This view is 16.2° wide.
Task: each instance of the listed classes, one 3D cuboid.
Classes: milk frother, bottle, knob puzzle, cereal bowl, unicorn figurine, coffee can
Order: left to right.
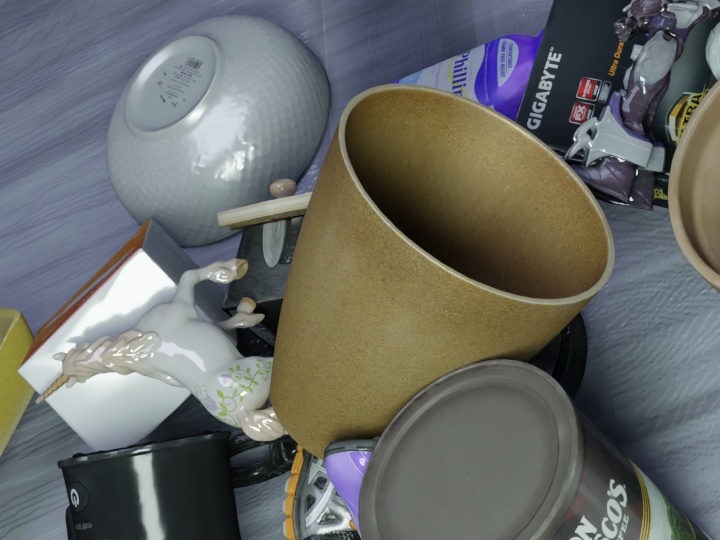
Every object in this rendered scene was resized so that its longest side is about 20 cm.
[{"bbox_3d":[-0.107,0.055,1.660,0.199,0.074,0.137,21,41,40],"label":"unicorn figurine"},{"bbox_3d":[-0.127,-0.124,1.999,0.199,0.083,0.201,-23,47,26],"label":"cereal bowl"},{"bbox_3d":[-0.095,0.202,1.694,0.180,0.198,0.190,160,100,-75],"label":"milk frother"},{"bbox_3d":[-0.002,-0.059,1.732,0.218,0.219,0.031,-9,89,35],"label":"knob puzzle"},{"bbox_3d":[0.103,-0.126,1.820,0.199,0.065,0.084,-20,44,27],"label":"bottle"},{"bbox_3d":[0.112,0.165,1.486,0.146,0.200,0.147,-22,47,26],"label":"coffee can"}]

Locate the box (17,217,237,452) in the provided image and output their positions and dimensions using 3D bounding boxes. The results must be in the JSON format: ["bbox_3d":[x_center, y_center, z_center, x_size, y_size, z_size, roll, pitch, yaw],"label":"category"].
[{"bbox_3d":[-0.164,0.048,1.816,0.124,0.098,0.200,-44,7,2],"label":"box"}]

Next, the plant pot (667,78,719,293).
[{"bbox_3d":[0.299,-0.049,1.571,0.200,0.093,0.202,-17,55,26],"label":"plant pot"}]

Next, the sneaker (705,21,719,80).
[{"bbox_3d":[0.324,-0.158,1.636,0.198,0.074,0.071,0,24,11],"label":"sneaker"}]

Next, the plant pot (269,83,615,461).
[{"bbox_3d":[0.025,0.021,1.544,0.201,0.185,0.187,-57,33,33],"label":"plant pot"}]

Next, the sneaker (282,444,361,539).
[{"bbox_3d":[0.000,0.132,1.671,0.077,0.078,0.202,-16,67,39],"label":"sneaker"}]

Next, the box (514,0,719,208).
[{"bbox_3d":[0.202,-0.142,1.717,0.158,0.046,0.201,13,65,14],"label":"box"}]

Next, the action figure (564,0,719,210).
[{"bbox_3d":[0.190,-0.141,1.613,0.069,0.130,0.201,22,89,6],"label":"action figure"}]

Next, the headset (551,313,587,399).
[{"bbox_3d":[0.088,0.032,1.724,0.123,0.094,0.201,-37,56,20],"label":"headset"}]

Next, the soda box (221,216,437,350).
[{"bbox_3d":[0.000,0.000,1.713,0.199,0.063,0.071,-10,55,42],"label":"soda box"}]

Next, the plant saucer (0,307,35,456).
[{"bbox_3d":[-0.310,0.126,1.935,0.201,0.048,0.200,-63,17,-9],"label":"plant saucer"}]

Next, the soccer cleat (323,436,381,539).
[{"bbox_3d":[0.031,0.166,1.557,0.068,0.200,0.074,-1,61,24],"label":"soccer cleat"}]

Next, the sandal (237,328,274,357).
[{"bbox_3d":[-0.024,0.027,1.831,0.201,0.048,0.075,-47,39,-19],"label":"sandal"}]
